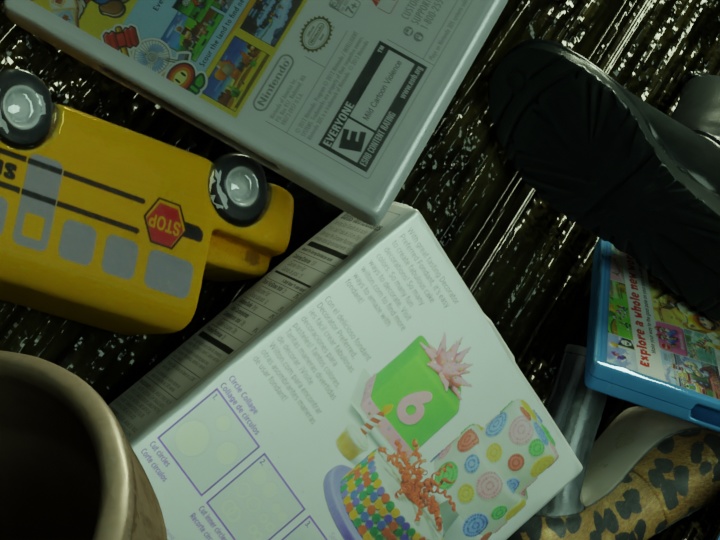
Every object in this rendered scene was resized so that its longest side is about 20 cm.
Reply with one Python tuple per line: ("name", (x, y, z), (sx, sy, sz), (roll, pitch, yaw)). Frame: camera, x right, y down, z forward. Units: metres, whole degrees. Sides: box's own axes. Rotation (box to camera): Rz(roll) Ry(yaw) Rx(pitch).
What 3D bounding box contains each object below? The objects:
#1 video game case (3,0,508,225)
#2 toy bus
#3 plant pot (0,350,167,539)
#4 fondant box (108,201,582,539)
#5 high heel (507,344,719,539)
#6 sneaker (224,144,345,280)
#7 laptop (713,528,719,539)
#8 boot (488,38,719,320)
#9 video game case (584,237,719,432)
("video game case", (-0.022, -0.147, 0.737), (0.181, 0.023, 0.201), (29, 78, 5))
("toy bus", (-0.123, -0.026, 0.702), (0.199, 0.065, 0.079), (19, 74, -38))
("plant pot", (-0.136, 0.156, 0.612), (0.201, 0.199, 0.175), (-55, 136, -30))
("fondant box", (-0.023, 0.087, 0.737), (0.200, 0.058, 0.145), (-39, 111, -12))
("high heel", (0.147, 0.140, 0.928), (0.199, 0.071, 0.144), (30, 77, -36))
("sneaker", (0.000, 0.000, 0.813), (0.201, 0.071, 0.073), (62, 27, -15))
("laptop", (0.246, 0.201, 0.921), (0.116, 0.198, 0.189), (-97, 179, -55))
("boot", (0.173, -0.069, 0.951), (0.198, 0.073, 0.162), (41, 37, 3))
("video game case", (0.213, 0.049, 0.898), (0.198, 0.018, 0.143), (19, 30, -1))
